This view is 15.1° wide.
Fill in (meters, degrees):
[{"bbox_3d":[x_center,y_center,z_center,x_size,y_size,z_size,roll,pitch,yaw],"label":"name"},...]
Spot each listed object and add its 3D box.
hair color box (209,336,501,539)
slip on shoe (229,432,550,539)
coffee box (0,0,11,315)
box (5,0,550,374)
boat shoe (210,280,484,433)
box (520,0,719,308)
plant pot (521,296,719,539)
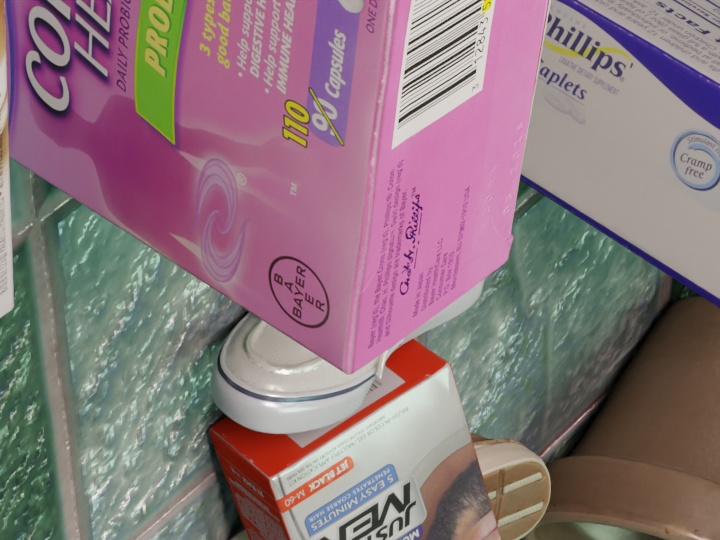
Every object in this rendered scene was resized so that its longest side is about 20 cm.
[{"bbox_3d":[0.009,0.137,1.373,0.111,0.064,0.200,-33,129,-19],"label":"hair color box"},{"bbox_3d":[0.006,0.131,1.451,0.200,0.061,0.076,-20,123,-27],"label":"slip on shoe"},{"bbox_3d":[-0.181,-0.051,0.894,0.114,0.080,0.200,-36,146,-37],"label":"coffee box"},{"bbox_3d":[-0.041,-0.095,0.968,0.097,0.200,0.176,-34,146,-38],"label":"box"},{"bbox_3d":[0.004,0.002,1.292,0.202,0.075,0.086,-32,144,-45],"label":"boat shoe"},{"bbox_3d":[0.182,-0.087,1.378,0.200,0.184,0.105,-21,137,-50],"label":"box"},{"bbox_3d":[0.219,0.116,1.680,0.200,0.200,0.175,59,49,-61],"label":"plant pot"}]
